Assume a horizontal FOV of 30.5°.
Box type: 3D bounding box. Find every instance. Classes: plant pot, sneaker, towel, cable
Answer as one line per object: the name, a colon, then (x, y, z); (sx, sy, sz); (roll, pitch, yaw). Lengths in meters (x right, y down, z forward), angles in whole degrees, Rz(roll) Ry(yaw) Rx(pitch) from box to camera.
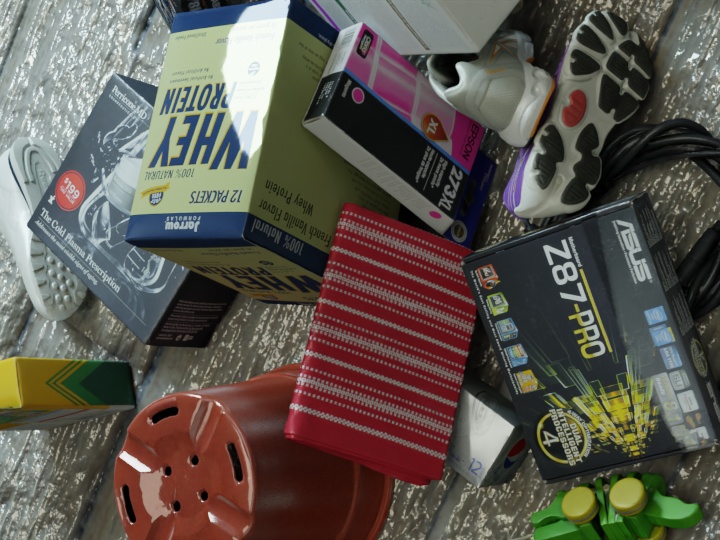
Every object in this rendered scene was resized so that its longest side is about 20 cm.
plant pot: (-0.102, 0.183, 1.167); (0.198, 0.194, 0.204); (-2, 85, 29)
sneaker: (0.168, -0.129, 1.082); (0.201, 0.080, 0.083); (-58, 17, -22)
towel: (0.023, 0.062, 1.081); (0.022, 0.143, 0.203); (-17, 56, 64)
cable: (0.234, -0.030, 1.078); (0.198, 0.051, 0.165); (-27, 74, 24)
sneaker: (-0.343, -0.037, 1.400); (0.080, 0.076, 0.203); (-28, 68, 36)
sneaker: (0.095, -0.170, 1.093); (0.091, 0.200, 0.076); (22, 106, -14)

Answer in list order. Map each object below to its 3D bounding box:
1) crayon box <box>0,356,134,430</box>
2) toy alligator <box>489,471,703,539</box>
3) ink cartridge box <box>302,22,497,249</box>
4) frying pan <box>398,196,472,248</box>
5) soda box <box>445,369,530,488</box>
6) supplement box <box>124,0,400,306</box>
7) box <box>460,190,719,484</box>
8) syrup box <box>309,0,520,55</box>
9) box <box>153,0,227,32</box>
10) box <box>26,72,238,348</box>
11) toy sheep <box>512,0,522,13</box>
crayon box: (-0.333, 0.123, 1.299); (0.124, 0.199, 0.052); (-15, 79, 27)
toy alligator: (0.184, 0.199, 1.088); (0.198, 0.060, 0.055); (-16, 38, 27)
ink cartridge box: (0.045, -0.106, 1.097); (0.037, 0.199, 0.096); (-9, 52, 48)
frying pan: (0.040, -0.066, 1.201); (0.114, 0.031, 0.192); (-33, 66, 26)
soda box: (0.057, 0.105, 1.157); (0.199, 0.068, 0.064); (36, 103, 27)
supplement box: (-0.069, -0.091, 1.125); (0.133, 0.199, 0.203); (0, 74, 36)
box: (0.187, 0.057, 1.061); (0.160, 0.049, 0.203); (-19, 93, 32)
syrup box: (0.041, -0.229, 1.060); (0.079, 0.081, 0.199); (-51, 28, -13)
box: (-0.178, -0.287, 1.250); (0.049, 0.199, 0.201); (-27, 69, -9)
box: (-0.196, -0.057, 1.292); (0.200, 0.104, 0.183); (40, 104, 26)
toy sheep: (0.104, -0.301, 1.130); (0.137, 0.137, 0.202); (-33, 53, 23)
